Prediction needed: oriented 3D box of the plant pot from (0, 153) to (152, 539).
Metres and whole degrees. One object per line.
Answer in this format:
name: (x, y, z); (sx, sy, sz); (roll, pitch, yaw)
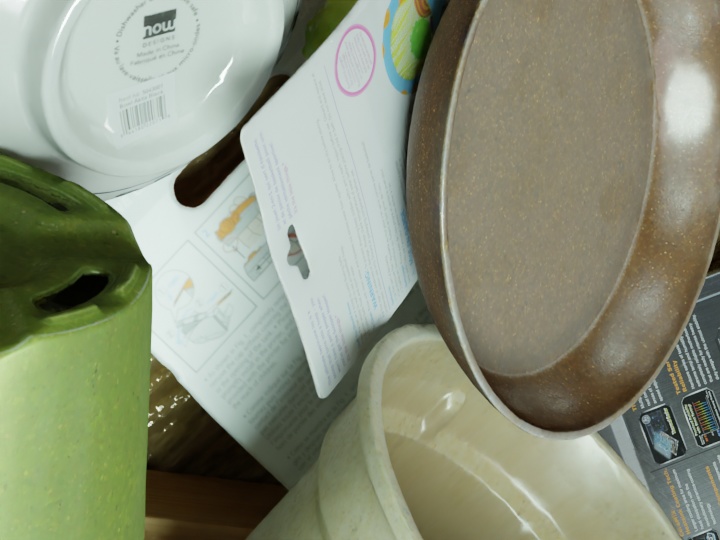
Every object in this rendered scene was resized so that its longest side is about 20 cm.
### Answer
plant pot: (-0.137, 0.070, 0.722); (0.199, 0.200, 0.191); (2, 118, -27)

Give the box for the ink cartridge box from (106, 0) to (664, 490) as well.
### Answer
ink cartridge box: (0.000, 0.000, 0.911); (0.160, 0.047, 0.200); (-47, 109, -4)

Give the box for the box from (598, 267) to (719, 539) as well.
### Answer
box: (0.154, 0.105, 0.997); (0.157, 0.048, 0.201); (-20, 85, -11)

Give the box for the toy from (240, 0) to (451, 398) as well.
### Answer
toy: (0.012, -0.066, 0.830); (0.200, 0.047, 0.116); (-49, 138, -34)

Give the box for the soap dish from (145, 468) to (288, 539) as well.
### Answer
soap dish: (-0.039, 0.163, 1.004); (0.199, 0.081, 0.158); (10, 119, -31)

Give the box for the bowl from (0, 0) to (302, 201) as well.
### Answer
bowl: (-0.085, -0.091, 0.763); (0.200, 0.094, 0.202); (-22, 134, -26)

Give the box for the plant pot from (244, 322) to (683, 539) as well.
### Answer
plant pot: (0.010, 0.154, 0.840); (0.183, 0.201, 0.200); (-41, 132, 22)

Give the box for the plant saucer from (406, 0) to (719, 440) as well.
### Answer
plant saucer: (0.073, -0.042, 0.846); (0.200, 0.034, 0.202); (-19, 114, -51)
